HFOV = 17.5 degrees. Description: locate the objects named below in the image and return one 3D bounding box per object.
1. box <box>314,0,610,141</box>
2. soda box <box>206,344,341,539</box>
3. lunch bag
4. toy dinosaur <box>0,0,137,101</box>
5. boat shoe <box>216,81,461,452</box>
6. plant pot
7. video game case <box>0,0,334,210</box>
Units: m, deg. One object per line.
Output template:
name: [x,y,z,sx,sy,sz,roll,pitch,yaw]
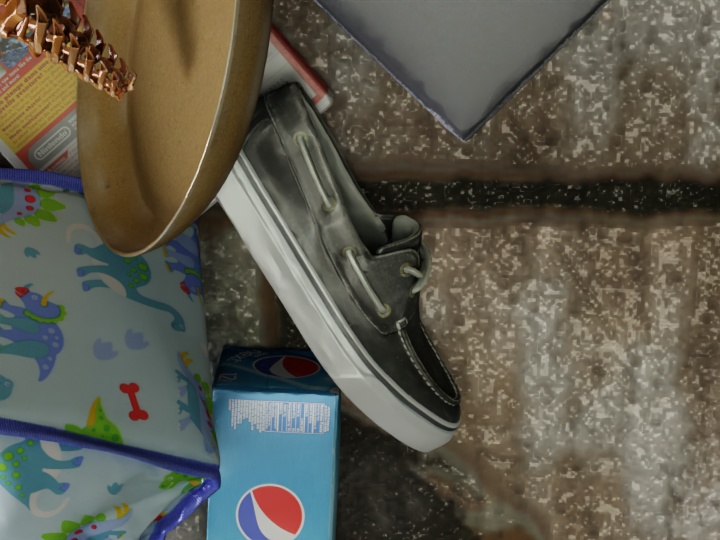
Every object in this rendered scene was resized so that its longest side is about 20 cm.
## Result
box: [0.073,-0.183,1.010,0.123,0.198,0.200,43,103,-10]
soda box: [-0.045,0.143,1.178,0.064,0.068,0.200,4,107,0]
lunch bag: [-0.176,0.041,1.063,0.200,0.170,0.127,17,130,-27]
toy dinosaur: [-0.157,-0.167,1.059,0.200,0.102,0.136,43,127,-2]
boat shoe: [0.000,0.000,1.125,0.071,0.072,0.200,-31,111,13]
plant pot: [-0.081,-0.104,1.032,0.027,0.200,0.200,6,108,-24]
video game case: [-0.130,-0.113,1.132,0.143,0.017,0.200,-39,102,12]
